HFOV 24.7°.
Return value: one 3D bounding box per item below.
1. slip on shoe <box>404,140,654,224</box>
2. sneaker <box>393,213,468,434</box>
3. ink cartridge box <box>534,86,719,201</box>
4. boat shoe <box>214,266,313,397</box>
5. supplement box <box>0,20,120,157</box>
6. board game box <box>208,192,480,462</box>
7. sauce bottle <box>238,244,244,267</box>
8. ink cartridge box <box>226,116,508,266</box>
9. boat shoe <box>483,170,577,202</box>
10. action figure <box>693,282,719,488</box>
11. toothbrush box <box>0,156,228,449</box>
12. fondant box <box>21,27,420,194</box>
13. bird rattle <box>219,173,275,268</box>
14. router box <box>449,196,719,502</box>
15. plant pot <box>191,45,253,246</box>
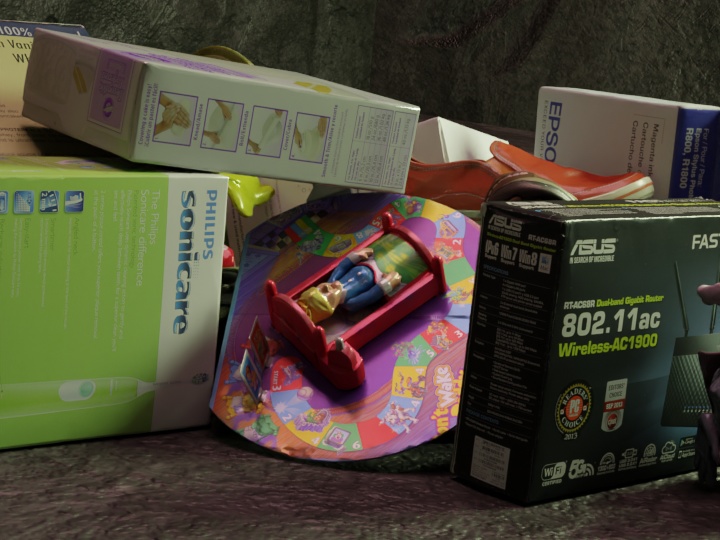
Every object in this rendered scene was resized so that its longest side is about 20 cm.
[{"bbox_3d":[0.106,-0.061,1.152,0.197,0.062,0.074,0,3,12],"label":"slip on shoe"},{"bbox_3d":[0.035,0.022,1.049,0.083,0.122,0.200,2,9,-15],"label":"sneaker"},{"bbox_3d":[0.199,-0.026,1.192,0.043,0.199,0.199,-3,12,-35],"label":"ink cartridge box"},{"bbox_3d":[-0.077,0.040,1.024,0.064,0.074,0.199,4,9,-35],"label":"boat shoe"},{"bbox_3d":[-0.242,-0.050,1.046,0.198,0.135,0.200,-2,43,-40],"label":"supplement box"},{"bbox_3d":[-0.004,0.016,0.941,0.156,0.039,0.201,0,49,10],"label":"board game box"},{"bbox_3d":[0.000,0.000,1.172,0.199,0.066,0.064,0,4,42],"label":"sauce bottle"},{"bbox_3d":[0.013,-0.047,1.309,0.198,0.087,0.146,-17,-12,25],"label":"ink cartridge box"},{"bbox_3d":[0.151,0.009,1.039,0.200,0.075,0.074,48,12,-19],"label":"boat shoe"},{"bbox_3d":[0.281,0.063,0.899,0.198,0.151,0.134,-9,4,-2],"label":"action figure"},{"bbox_3d":[-0.179,0.014,0.902,0.198,0.147,0.086,-3,12,-38],"label":"toothbrush box"},{"bbox_3d":[-0.084,-0.096,0.999,0.198,0.059,0.144,3,12,-38],"label":"fondant box"},{"bbox_3d":[-0.147,-0.024,1.209,0.162,0.113,0.201,-22,36,34],"label":"bird rattle"},{"bbox_3d":[0.145,0.038,0.921,0.199,0.152,0.062,-4,13,-43],"label":"router box"},{"bbox_3d":[-0.185,-0.078,1.419,0.189,0.202,0.199,-18,22,-37],"label":"plant pot"}]
